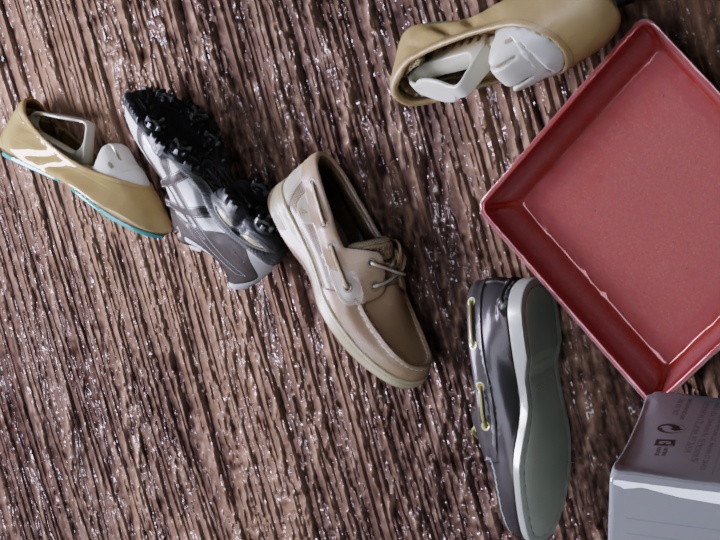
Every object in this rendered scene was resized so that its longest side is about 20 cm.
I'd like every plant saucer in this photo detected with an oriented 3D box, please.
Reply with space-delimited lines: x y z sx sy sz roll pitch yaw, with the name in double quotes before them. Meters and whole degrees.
"plant saucer" 0.211 -0.041 1.131 0.200 0.037 0.200 50 124 14

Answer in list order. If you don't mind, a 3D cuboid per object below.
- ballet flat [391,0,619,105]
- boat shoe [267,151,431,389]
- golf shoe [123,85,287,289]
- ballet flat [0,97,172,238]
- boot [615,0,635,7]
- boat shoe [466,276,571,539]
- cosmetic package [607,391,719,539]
"ballet flat" 0.098 -0.150 1.132 0.069 0.063 0.199 42 151 -28
"boat shoe" 0.000 0.000 1.263 0.064 0.071 0.201 -41 78 35
"golf shoe" -0.141 -0.067 1.339 0.200 0.078 0.095 49 130 19
"ballet flat" -0.239 -0.095 1.406 0.199 0.069 0.063 28 103 24
"boot" 0.103 -0.252 1.087 0.200 0.131 0.070 50 123 13
"boat shoe" 0.117 0.105 1.216 0.060 0.072 0.203 1 97 38
"cosmetic package" 0.256 0.207 1.068 0.165 0.167 0.201 4 105 18
